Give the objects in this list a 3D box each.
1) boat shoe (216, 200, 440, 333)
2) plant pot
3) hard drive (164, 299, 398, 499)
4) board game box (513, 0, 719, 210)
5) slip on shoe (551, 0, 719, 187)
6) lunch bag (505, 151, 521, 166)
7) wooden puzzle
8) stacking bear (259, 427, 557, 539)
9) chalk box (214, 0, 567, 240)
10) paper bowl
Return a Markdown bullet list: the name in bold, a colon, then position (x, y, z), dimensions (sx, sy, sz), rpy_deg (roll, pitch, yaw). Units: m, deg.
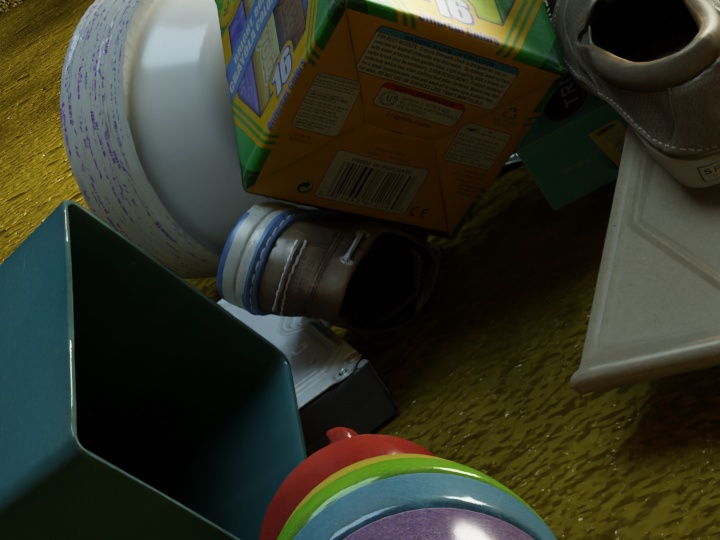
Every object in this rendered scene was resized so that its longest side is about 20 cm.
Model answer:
- **boat shoe**: position (0.000, 0.000, 0.831), dimensions (0.072, 0.072, 0.200), rpy_deg (25, 19, 19)
- **plant pot**: position (-0.141, 0.105, 0.676), dimensions (0.200, 0.141, 0.142), rpy_deg (-36, 39, 20)
- **hard drive**: position (-0.075, 0.072, 0.842), dimensions (0.140, 0.038, 0.200), rpy_deg (-35, 21, -8)
- **board game box**: position (0.166, -0.134, 0.811), dimensions (0.200, 0.047, 0.151), rpy_deg (-27, 36, 16)
- **slip on shoe**: position (0.126, -0.106, 0.712), dimensions (0.076, 0.061, 0.200), rpy_deg (-30, 29, 11)
- **lunch bag**: position (0.029, -0.165, 1.004), dimensions (0.117, 0.200, 0.164), rpy_deg (-24, 22, 17)
- **wooden puzzle**: position (0.185, -0.032, 0.640), dimensions (0.185, 0.037, 0.200), rpy_deg (-15, 35, 33)
- **stacking bear**: position (0.012, 0.112, 0.537), dimensions (0.114, 0.122, 0.200), rpy_deg (-34, 13, -1)
- **chalk box**: position (0.006, -0.137, 0.812), dimensions (0.124, 0.124, 0.200), rpy_deg (-57, 32, 39)
- **paper bowl**: position (-0.086, -0.100, 1.015), dimensions (0.104, 0.201, 0.201), rpy_deg (-11, 29, 39)
